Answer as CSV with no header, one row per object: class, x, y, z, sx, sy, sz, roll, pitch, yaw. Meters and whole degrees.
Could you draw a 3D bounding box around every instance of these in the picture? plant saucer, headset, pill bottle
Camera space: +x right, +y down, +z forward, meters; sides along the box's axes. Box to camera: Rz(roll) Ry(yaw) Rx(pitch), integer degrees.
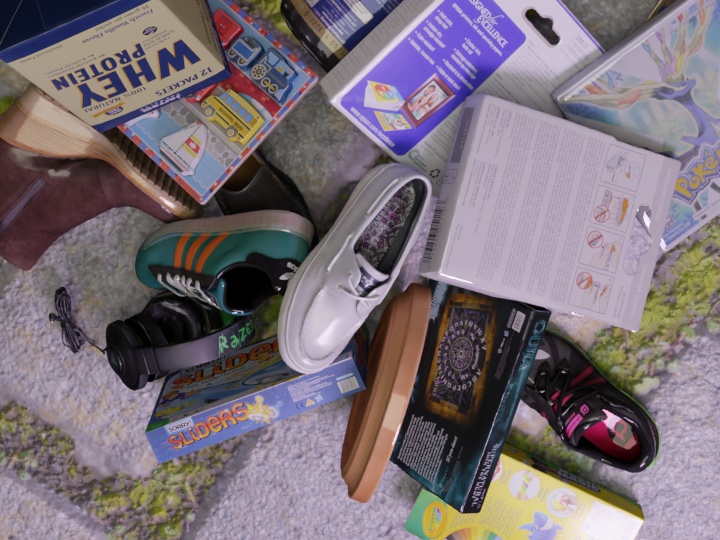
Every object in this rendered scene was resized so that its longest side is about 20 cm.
plant saucer,0.019,0.106,1.410,0.032,0.200,0.200,17,103,-3
headset,-0.195,0.051,1.462,0.200,0.123,0.094,-7,105,29
pill bottle,0.035,-0.257,1.376,0.200,0.112,0.112,-42,96,12

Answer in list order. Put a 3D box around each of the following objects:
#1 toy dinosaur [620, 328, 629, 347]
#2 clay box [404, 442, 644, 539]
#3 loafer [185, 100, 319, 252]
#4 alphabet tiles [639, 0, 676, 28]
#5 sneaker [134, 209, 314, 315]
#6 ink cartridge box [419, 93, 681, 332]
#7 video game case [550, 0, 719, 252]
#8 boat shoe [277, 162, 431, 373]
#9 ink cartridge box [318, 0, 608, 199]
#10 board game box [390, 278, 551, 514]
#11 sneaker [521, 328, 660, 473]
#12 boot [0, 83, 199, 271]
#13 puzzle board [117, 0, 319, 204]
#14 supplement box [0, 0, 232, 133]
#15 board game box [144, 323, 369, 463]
toy dinosaur,0.179,-0.020,1.456,0.200,0.058,0.101,29,118,6
clay box,0.153,0.235,1.507,0.200,0.048,0.115,26,103,0
loafer,-0.106,-0.076,1.447,0.073,0.072,0.200,-34,98,10
alphabet tiles,0.340,-0.203,1.418,0.167,0.008,0.200,32,102,-2
sneaker,-0.132,0.001,1.424,0.200,0.080,0.071,-11,145,37
ink cartridge box,0.164,-0.048,1.370,0.200,0.050,0.161,16,88,-21
video game case,0.299,-0.143,1.400,0.200,0.022,0.182,-36,108,6
boat shoe,0.000,0.000,1.351,0.072,0.069,0.200,39,81,-22
ink cartridge box,0.096,-0.169,1.373,0.200,0.043,0.198,-41,134,12
board game box,0.089,0.102,1.450,0.028,0.135,0.200,7,108,-42
sneaker,0.195,0.116,1.458,0.200,0.084,0.077,32,102,-1
boot,-0.266,-0.063,1.478,0.200,0.072,0.166,35,115,-5
puzzle board,-0.155,-0.174,1.399,0.200,0.017,0.151,42,89,22
supplement box,-0.225,-0.253,1.322,0.134,0.200,0.200,-22,73,9
board game box,-0.091,0.102,1.452,0.200,0.135,0.034,-21,107,8
